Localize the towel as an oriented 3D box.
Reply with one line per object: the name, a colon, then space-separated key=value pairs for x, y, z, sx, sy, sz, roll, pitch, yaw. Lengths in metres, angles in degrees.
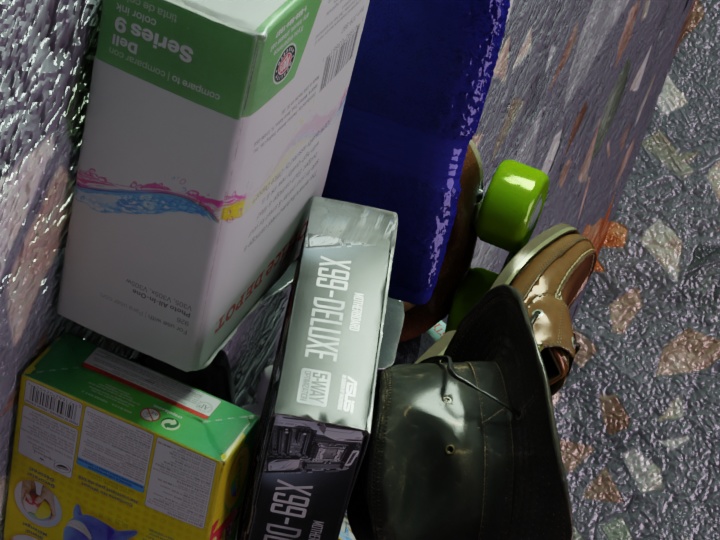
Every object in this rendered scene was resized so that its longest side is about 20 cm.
towel: x=-0.002 y=-0.096 z=1.113 sx=0.050 sy=0.148 sz=0.200 roll=-34 pitch=142 yaw=-62

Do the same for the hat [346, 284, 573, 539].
hat: x=0.036 y=0.103 z=1.038 sx=0.201 sy=0.081 sz=0.201 roll=-175 pitch=-90 yaw=-73

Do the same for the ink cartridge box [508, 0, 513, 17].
ink cartridge box: x=0.086 y=-0.256 z=1.433 sx=0.104 sy=0.059 sz=0.200 roll=-48 pitch=157 yaw=-58

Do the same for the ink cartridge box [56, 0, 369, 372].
ink cartridge box: x=-0.070 y=-0.073 z=1.014 sx=0.145 sy=0.087 sz=0.200 roll=-51 pitch=159 yaw=-51

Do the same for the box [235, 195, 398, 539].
box: x=-0.029 y=0.087 z=1.081 sx=0.158 sy=0.050 sz=0.200 roll=-81 pitch=-176 yaw=-47

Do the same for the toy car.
toy car: x=0.000 y=0.000 z=1.244 sx=0.200 sy=0.164 sz=0.158 roll=-51 pitch=159 yaw=-58

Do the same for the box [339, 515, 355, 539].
box: x=-0.005 y=0.261 z=1.206 sx=0.200 sy=0.132 sz=0.115 roll=-61 pitch=-170 yaw=19

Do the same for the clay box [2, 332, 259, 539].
clay box: x=-0.126 y=0.140 z=1.073 sx=0.048 sy=0.115 sz=0.200 roll=-52 pitch=160 yaw=-51

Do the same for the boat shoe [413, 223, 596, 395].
boat shoe: x=0.097 y=0.049 z=1.237 sx=0.200 sy=0.068 sz=0.072 roll=-47 pitch=152 yaw=-36

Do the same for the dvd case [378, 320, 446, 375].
dvd case: x=0.010 y=0.095 z=1.425 sx=0.022 sy=0.146 sz=0.200 roll=-21 pitch=141 yaw=-36

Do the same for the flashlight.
flashlight: x=-0.100 y=0.100 z=1.251 sx=0.200 sy=0.068 sz=0.068 roll=86 pitch=25 yaw=-53

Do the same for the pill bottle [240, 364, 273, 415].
pill bottle: x=-0.060 y=0.170 z=1.413 sx=0.112 sy=0.112 sz=0.200 roll=-26 pitch=137 yaw=-72

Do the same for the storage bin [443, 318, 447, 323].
storage bin: x=0.015 y=0.102 z=1.595 sx=0.200 sy=0.145 sz=0.134 roll=-46 pitch=145 yaw=-59
